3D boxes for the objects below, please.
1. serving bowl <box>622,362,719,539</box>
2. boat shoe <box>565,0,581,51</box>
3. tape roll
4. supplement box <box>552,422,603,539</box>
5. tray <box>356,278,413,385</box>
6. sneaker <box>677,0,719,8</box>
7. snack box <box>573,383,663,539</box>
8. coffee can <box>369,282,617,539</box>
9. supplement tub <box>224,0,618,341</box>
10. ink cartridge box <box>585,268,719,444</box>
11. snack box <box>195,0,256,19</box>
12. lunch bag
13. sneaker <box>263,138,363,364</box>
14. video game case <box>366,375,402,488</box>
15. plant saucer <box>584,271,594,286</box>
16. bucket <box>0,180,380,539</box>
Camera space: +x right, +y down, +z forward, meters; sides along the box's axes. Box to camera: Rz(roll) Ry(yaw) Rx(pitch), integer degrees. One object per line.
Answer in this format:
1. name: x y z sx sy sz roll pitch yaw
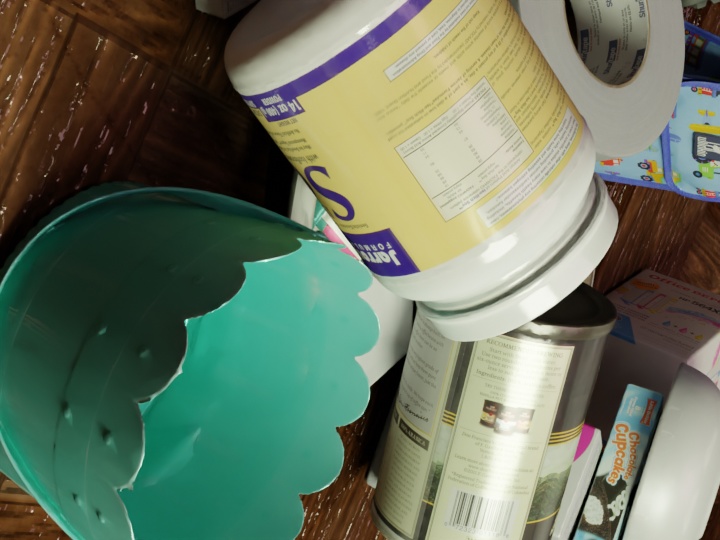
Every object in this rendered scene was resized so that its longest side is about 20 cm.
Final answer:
1. serving bowl: 0.290 0.189 1.245 0.200 0.065 0.202 19 90 -74
2. boat shoe: 0.132 -0.128 1.054 0.201 0.071 0.065 -56 148 -23
3. tape roll: 0.148 -0.176 0.969 0.199 0.066 0.203 6 81 -44
4. supplement box: 0.156 0.191 1.239 0.104 0.100 0.200 -66 163 -12
5. tray: 0.000 0.000 0.972 0.107 0.022 0.202 -39 140 -42
6. sneaker: 0.239 -0.281 1.070 0.201 0.066 0.091 -92 161 -48
7. snack box: 0.223 0.214 1.232 0.116 0.037 0.202 67 43 -66
8. coffee can: 0.096 0.105 1.036 0.146 0.145 0.202 -14 121 -55
9. supplement tub: 0.037 -0.077 0.739 0.146 0.145 0.201 -49 114 -29
10. ink cartridge box: 0.310 0.092 1.443 0.199 0.128 0.127 -27 132 -51
11. snack box: -0.062 -0.235 0.704 0.072 0.024 0.202 -39 140 -39
12. lunch bag: 0.283 -0.132 1.170 0.094 0.198 0.151 -52 147 -25
13. sneaker: -0.004 -0.006 0.862 0.119 0.084 0.203 5 106 -21
14. video game case: 0.087 0.088 1.175 0.182 0.023 0.202 8 103 -60
15. plant saucer: 0.153 -0.009 1.175 0.199 0.032 0.203 -17 109 -58
16. bucket: -0.100 0.056 0.729 0.207 0.134 0.209 -39 140 -42
